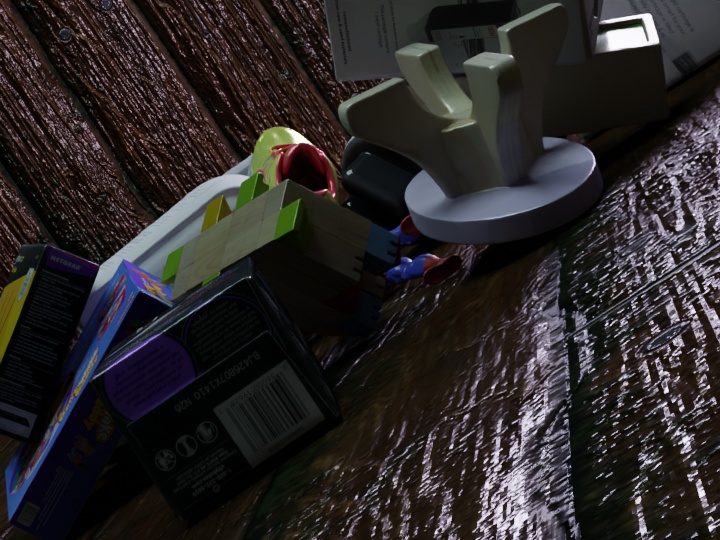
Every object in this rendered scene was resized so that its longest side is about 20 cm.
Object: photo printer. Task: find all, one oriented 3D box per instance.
[{"bbox_3d":[-0.163,-0.008,1.653,0.200,0.070,0.166,-40,9,-10],"label":"photo printer"}]

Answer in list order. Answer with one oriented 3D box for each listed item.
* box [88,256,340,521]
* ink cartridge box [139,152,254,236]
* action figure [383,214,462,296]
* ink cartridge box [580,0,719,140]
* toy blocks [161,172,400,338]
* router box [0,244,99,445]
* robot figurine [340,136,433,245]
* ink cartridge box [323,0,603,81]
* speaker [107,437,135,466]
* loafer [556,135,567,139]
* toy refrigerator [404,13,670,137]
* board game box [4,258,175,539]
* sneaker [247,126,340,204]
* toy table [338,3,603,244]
[{"bbox_3d":[-0.093,0.071,1.234,0.122,0.106,0.200,-33,5,0],"label":"box"},{"bbox_3d":[-0.133,0.001,1.857,0.160,0.047,0.201,-38,-33,-30],"label":"ink cartridge box"},{"bbox_3d":[0.000,0.000,1.516,0.099,0.066,0.200,-24,2,-15],"label":"action figure"},{"bbox_3d":[0.245,-0.232,1.673,0.199,0.147,0.084,-32,4,21],"label":"ink cartridge box"},{"bbox_3d":[-0.043,0.006,1.417,0.200,0.136,0.100,-28,43,51],"label":"toy blocks"},{"bbox_3d":[-0.272,0.055,1.548,0.150,0.051,0.200,-69,15,-5],"label":"router box"},{"bbox_3d":[0.064,-0.104,1.745,0.200,0.125,0.150,-44,11,-37],"label":"robot figurine"},{"bbox_3d":[0.083,-0.217,1.482,0.199,0.084,0.145,-2,28,13],"label":"ink cartridge box"},{"bbox_3d":[-0.198,0.118,1.630,0.081,0.081,0.200,-37,6,-29],"label":"speaker"},{"bbox_3d":[0.137,-0.085,1.538,0.073,0.071,0.200,1,28,16],"label":"loafer"},{"bbox_3d":[0.137,-0.148,1.497,0.199,0.070,0.076,-9,25,7],"label":"toy refrigerator"},{"bbox_3d":[-0.208,0.099,1.479,0.201,0.045,0.134,-60,16,4],"label":"board game box"},{"bbox_3d":[-0.053,-0.085,1.710,0.078,0.091,0.200,-6,35,-13],"label":"sneaker"},{"bbox_3d":[0.086,-0.102,1.359,0.183,0.118,0.200,-31,19,-26],"label":"toy table"}]
